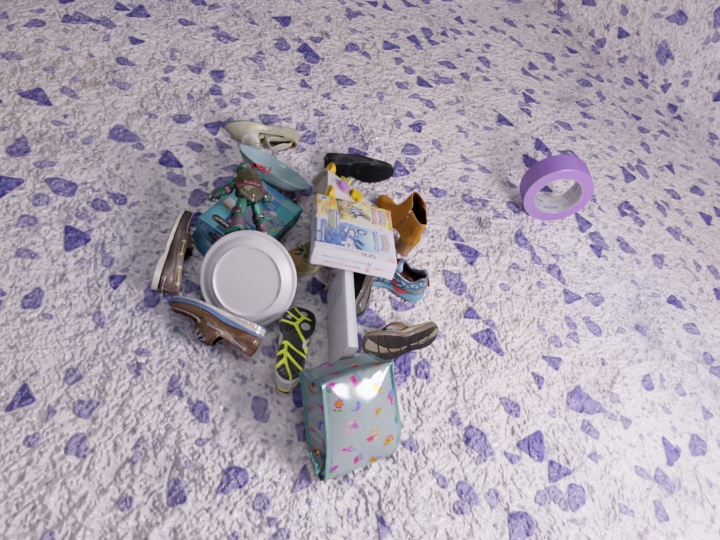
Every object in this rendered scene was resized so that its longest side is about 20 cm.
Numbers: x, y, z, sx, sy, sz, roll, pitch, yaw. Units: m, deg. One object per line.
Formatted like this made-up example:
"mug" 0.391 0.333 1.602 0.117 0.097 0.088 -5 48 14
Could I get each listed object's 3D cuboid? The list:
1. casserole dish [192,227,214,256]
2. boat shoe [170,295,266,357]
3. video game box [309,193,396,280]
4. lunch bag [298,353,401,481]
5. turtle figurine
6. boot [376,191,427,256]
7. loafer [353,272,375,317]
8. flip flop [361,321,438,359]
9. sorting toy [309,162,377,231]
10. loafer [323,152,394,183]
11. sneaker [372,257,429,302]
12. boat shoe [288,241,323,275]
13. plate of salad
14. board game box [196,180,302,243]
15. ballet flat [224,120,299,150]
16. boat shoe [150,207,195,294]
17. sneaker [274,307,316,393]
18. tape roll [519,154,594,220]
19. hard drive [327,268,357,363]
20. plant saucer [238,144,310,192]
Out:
"casserole dish" -0.286 -0.054 1.252 0.200 0.039 0.120 46 52 14
"boat shoe" -0.288 0.110 1.102 0.196 0.072 0.074 20 76 3
"video game box" -0.017 -0.076 1.217 0.178 0.047 0.202 13 39 -14
"lunch bag" -0.017 0.275 1.052 0.167 0.121 0.205 -11 101 -30
"turtle figurine" -0.248 -0.159 1.200 0.147 0.101 0.203 3 58 -24
"boot" 0.109 -0.153 1.415 0.069 0.145 0.204 -5 57 -25
"loafer" 0.000 0.000 1.261 0.070 0.063 0.205 3 74 17
"flip flop" 0.084 0.142 1.235 0.197 0.082 0.058 -11 42 -30
"sorting toy" -0.026 -0.159 1.389 0.178 0.107 0.202 25 37 -23
"loafer" -0.004 -0.287 1.519 0.196 0.073 0.073 4 49 -21
"sneaker" 0.073 -0.006 1.321 0.196 0.096 0.080 21 50 -4
"boat shoe" -0.095 -0.044 1.304 0.197 0.063 0.074 -17 63 -31
"plate of salad" -0.228 0.018 1.154 0.196 0.204 0.048 20 8 -6
"board game box" -0.244 -0.114 1.260 0.150 0.047 0.201 34 46 4
"ballet flat" -0.253 -0.348 1.471 0.196 0.070 0.071 -1 55 -22
"boat shoe" -0.382 -0.041 1.184 0.058 0.072 0.203 18 54 -15
"sneaker" -0.140 0.155 1.135 0.074 0.077 0.202 19 39 -4
"tape roll" 0.563 -0.236 1.623 0.196 0.201 0.067 10 52 -15
"hard drive" -0.041 0.101 1.172 0.026 0.133 0.203 8 52 -17
"plant saucer" -0.216 -0.239 1.378 0.199 0.039 0.201 31 16 -9
